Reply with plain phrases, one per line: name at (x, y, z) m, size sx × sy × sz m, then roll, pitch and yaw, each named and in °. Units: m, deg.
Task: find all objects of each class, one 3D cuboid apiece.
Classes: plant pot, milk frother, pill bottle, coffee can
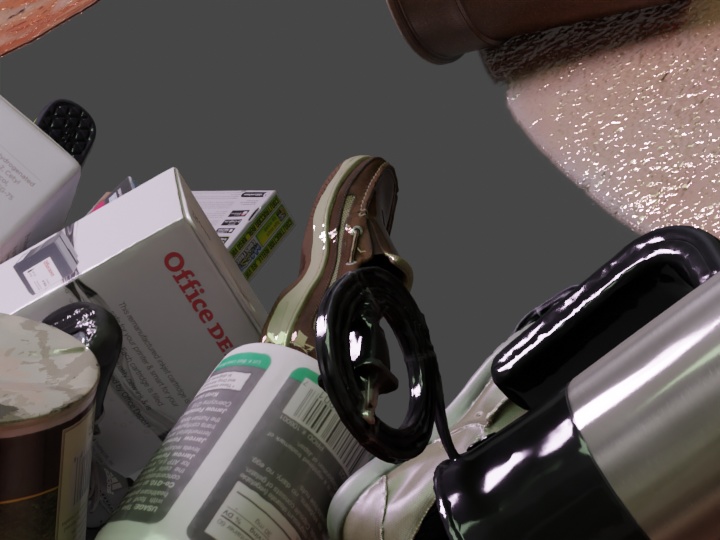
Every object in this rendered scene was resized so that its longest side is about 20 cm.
plant pot at (0.137, -0.262, 1.345) m, size 0.196 × 0.201 × 0.201 m, roll -4°, pitch 39°, yaw 27°
milk frother at (0.106, 0.050, 0.833) m, size 0.188 × 0.200 × 0.181 m, roll -38°, pitch 55°, yaw 16°
pill bottle at (-0.077, 0.146, 1.002) m, size 0.112 × 0.114 × 0.201 m, roll -2°, pitch 41°, yaw 41°
coffee can at (-0.221, 0.141, 1.008) m, size 0.145 × 0.202 × 0.147 m, roll 6°, pitch 20°, yaw -2°

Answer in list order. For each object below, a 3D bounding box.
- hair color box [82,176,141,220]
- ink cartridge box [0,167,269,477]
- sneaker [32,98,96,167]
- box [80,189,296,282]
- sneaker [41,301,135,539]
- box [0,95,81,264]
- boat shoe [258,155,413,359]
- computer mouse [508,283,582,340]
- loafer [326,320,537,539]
hair color box at (-0.206, 0.039, 1.284) m, size 0.200 × 0.061 × 0.099 m, roll -43°, pitch 30°, yaw 10°
ink cartridge box at (-0.165, 0.050, 1.192) m, size 0.199 × 0.145 × 0.084 m, roll -29°, pitch 30°, yaw 4°
sneaker at (-0.290, -0.062, 1.573) m, size 0.083 × 0.072 × 0.201 m, roll -34°, pitch 18°, yaw 49°
box at (-0.153, -0.013, 1.382) m, size 0.199 × 0.035 × 0.110 m, roll 2°, pitch 44°, yaw 44°
sneaker at (-0.173, 0.106, 1.134) m, size 0.200 × 0.115 × 0.075 m, roll -48°, pitch 35°, yaw 29°
box at (-0.342, -0.045, 1.374) m, size 0.171 × 0.200 × 0.199 m, roll -48°, pitch -3°, yaw -27°
boat shoe at (0.002, 0.005, 1.193) m, size 0.074 × 0.075 × 0.203 m, roll 1°, pitch 48°, yaw 23°
computer mouse at (0.170, 0.029, 1.038) m, size 0.199 × 0.034 × 0.059 m, roll -10°, pitch 53°, yaw 41°
loafer at (0.077, 0.100, 0.983) m, size 0.200 × 0.075 × 0.070 m, roll -40°, pitch 42°, yaw -5°
